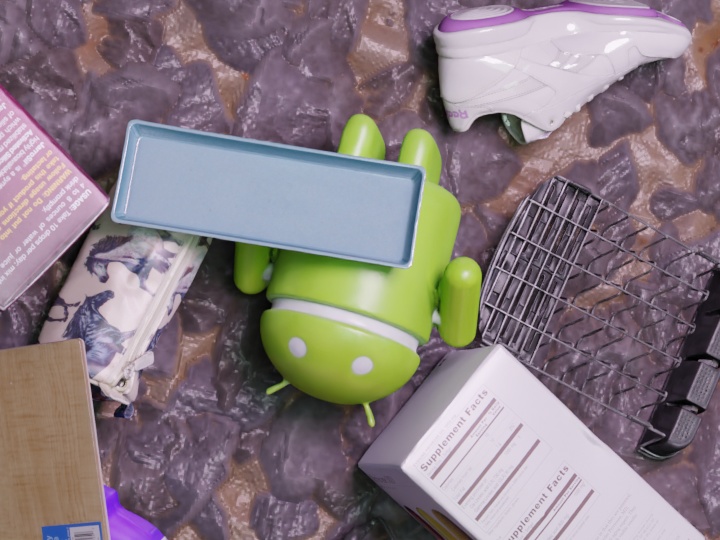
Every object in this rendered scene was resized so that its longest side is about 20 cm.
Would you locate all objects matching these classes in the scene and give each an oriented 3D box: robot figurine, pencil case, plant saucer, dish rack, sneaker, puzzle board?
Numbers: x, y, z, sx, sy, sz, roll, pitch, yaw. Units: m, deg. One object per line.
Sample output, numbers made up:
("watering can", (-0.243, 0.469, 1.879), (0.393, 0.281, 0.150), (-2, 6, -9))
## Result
("robot figurine", (0.000, 0.000, 1.350), (0.174, 0.116, 0.202), (15, 81, 9))
("pencil case", (-0.144, -0.005, 1.326), (0.089, 0.078, 0.201), (20, 77, 31))
("plant saucer", (-0.059, -0.048, 1.288), (0.198, 0.019, 0.071), (9, 78, 2))
("dish rack", (0.182, 0.031, 1.434), (0.199, 0.055, 0.154), (28, 78, -10))
("sneaker", (0.146, -0.147, 1.436), (0.198, 0.075, 0.101), (-7, 107, -16))
("puzzle board", (-0.230, 0.153, 1.286), (0.149, 0.017, 0.202), (-8, 89, 23))

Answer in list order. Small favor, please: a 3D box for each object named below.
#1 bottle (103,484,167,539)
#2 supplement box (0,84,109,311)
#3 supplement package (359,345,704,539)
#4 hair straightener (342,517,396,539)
("bottle", (-0.161, 0.207, 1.313), (0.083, 0.065, 0.201), (-36, 89, 10))
("supplement box", (-0.270, -0.077, 1.274), (0.200, 0.131, 0.103), (46, 78, -8))
("supplement package", (0.116, 0.159, 1.367), (0.200, 0.114, 0.110), (43, 76, -8))
("hair straightener", (-0.020, 0.267, 1.373), (0.077, 0.041, 0.201), (30, 75, -12))
